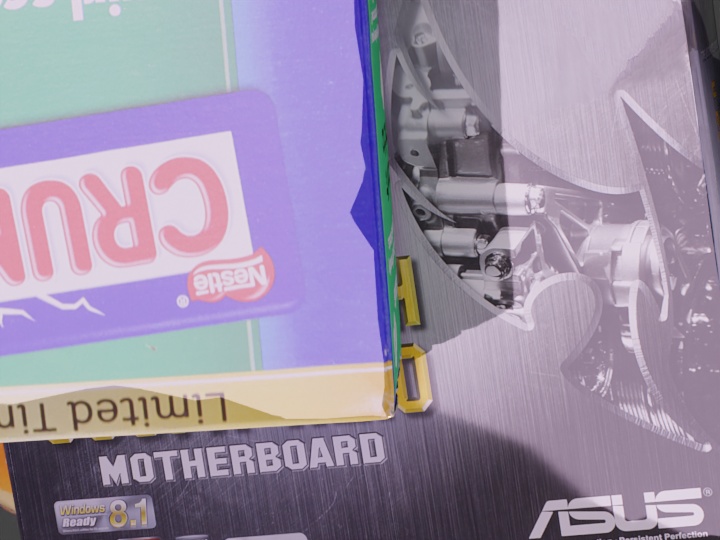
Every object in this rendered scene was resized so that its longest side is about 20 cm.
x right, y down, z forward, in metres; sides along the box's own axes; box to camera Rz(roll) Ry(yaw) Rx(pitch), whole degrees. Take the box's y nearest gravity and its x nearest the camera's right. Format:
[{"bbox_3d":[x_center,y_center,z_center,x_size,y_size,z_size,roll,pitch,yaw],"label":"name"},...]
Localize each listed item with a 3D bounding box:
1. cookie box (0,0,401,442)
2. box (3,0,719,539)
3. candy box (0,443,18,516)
[{"bbox_3d":[-0.080,-0.062,0.650,0.171,0.075,0.200,-4,99,5],"label":"cookie box"},{"bbox_3d":[0.000,0.000,0.717,0.200,0.048,0.158,-5,99,17],"label":"box"},{"bbox_3d":[-0.097,-0.043,0.790,0.115,0.055,0.200,27,105,5],"label":"candy box"}]
